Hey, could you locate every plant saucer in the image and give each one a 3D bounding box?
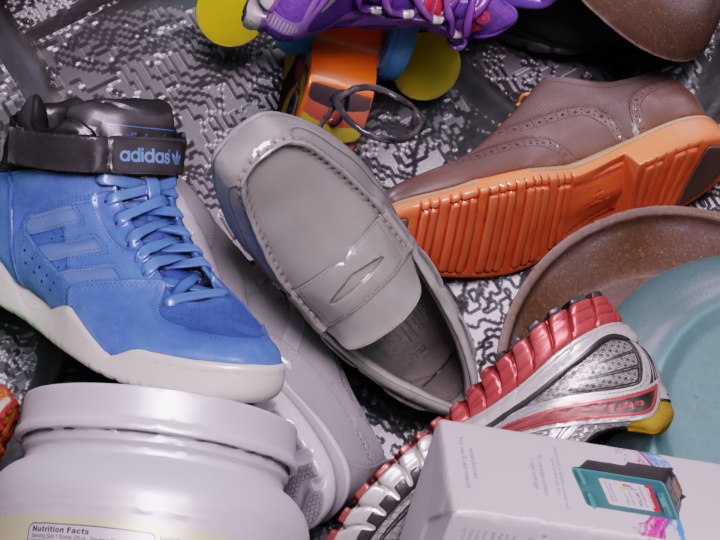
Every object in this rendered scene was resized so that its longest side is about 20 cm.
[{"bbox_3d":[0.159,0.068,1.225,0.199,0.037,0.201,4,68,-11],"label":"plant saucer"},{"bbox_3d":[0.199,0.081,1.184,0.199,0.036,0.201,4,70,-11],"label":"plant saucer"},{"bbox_3d":[0.130,-0.201,1.266,0.200,0.037,0.201,36,36,-31],"label":"plant saucer"}]

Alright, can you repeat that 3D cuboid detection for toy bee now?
[{"bbox_3d":[-0.023,-0.101,1.231,0.131,0.109,0.200,29,39,0],"label":"toy bee"}]

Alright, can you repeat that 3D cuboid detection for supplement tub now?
[{"bbox_3d":[-0.098,0.159,1.068,0.144,0.145,0.201,9,75,-9],"label":"supplement tub"}]

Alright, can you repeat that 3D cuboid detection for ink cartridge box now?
[{"bbox_3d":[0.117,0.144,1.097,0.199,0.117,0.067,10,31,-12],"label":"ink cartridge box"}]

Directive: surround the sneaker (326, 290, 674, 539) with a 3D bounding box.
[{"bbox_3d":[0.058,0.102,1.139,0.200,0.078,0.082,-43,78,10],"label":"sneaker"}]

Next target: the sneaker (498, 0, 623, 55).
[{"bbox_3d":[0.066,-0.192,1.283,0.200,0.091,0.076,42,64,4],"label":"sneaker"}]

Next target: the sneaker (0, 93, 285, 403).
[{"bbox_3d":[-0.101,-0.018,1.119,0.077,0.200,0.112,3,106,-43],"label":"sneaker"}]

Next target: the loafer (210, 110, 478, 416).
[{"bbox_3d":[0.000,0.000,1.143,0.070,0.200,0.070,-43,45,1],"label":"loafer"}]

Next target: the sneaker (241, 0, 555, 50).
[{"bbox_3d":[0.029,-0.140,1.159,0.200,0.081,0.084,-21,64,-44],"label":"sneaker"}]

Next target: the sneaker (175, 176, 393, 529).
[{"bbox_3d":[-0.058,0.037,1.191,0.082,0.075,0.200,-8,62,-52],"label":"sneaker"}]

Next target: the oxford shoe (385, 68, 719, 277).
[{"bbox_3d":[0.086,-0.052,1.255,0.199,0.071,0.073,-15,55,-24],"label":"oxford shoe"}]

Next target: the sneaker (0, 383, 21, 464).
[{"bbox_3d":[-0.224,0.112,1.060,0.077,0.073,0.200,38,63,14],"label":"sneaker"}]
